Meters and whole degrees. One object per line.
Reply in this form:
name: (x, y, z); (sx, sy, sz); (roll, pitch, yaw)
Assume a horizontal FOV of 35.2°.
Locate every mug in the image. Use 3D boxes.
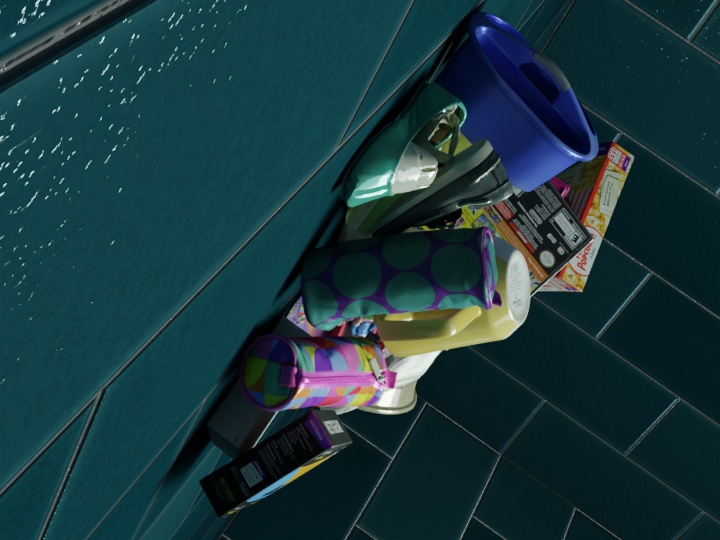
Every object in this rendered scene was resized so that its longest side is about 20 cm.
mug: (0.106, 0.037, 1.288); (0.150, 0.152, 0.188); (59, 38, -43)

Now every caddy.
caddy: (0.172, -0.185, 1.215); (0.105, 0.200, 0.142); (-40, -170, 31)

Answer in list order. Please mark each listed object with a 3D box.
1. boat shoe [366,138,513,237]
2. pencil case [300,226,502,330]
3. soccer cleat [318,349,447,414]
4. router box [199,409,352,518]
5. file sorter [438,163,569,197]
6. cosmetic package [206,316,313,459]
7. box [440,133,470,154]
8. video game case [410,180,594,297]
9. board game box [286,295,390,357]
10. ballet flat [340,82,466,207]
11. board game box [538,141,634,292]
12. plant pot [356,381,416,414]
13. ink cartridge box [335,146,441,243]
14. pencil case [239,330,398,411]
boat shoe: (0.078, -0.063, 1.159); (0.200, 0.062, 0.073); (-33, -167, 48)
pencil case: (0.042, 0.009, 1.167); (0.085, 0.198, 0.093); (-81, 160, -54)
soccer cleat: (0.035, 0.135, 1.499); (0.199, 0.069, 0.078); (-36, 133, -4)
router box: (-0.092, 0.219, 1.309); (0.148, 0.051, 0.200); (-32, 171, 1)
file sorter: (0.149, -0.107, 1.500); (0.140, 0.199, 0.125); (-57, 180, 5)
cosmetic package: (-0.119, 0.148, 1.354); (0.151, 0.051, 0.200); (-53, 175, -16)
box: (0.136, -0.213, 1.387); (0.200, 0.075, 0.050); (-54, 179, -44)
video game case: (0.166, -0.052, 1.409); (0.180, 0.200, 0.026); (-42, -160, 1)
board game box: (0.005, 0.070, 1.375); (0.157, 0.039, 0.200); (-32, 140, 4)
ballet flat: (0.053, -0.120, 1.103); (0.200, 0.070, 0.068); (-53, 162, -44)
board game box: (0.276, -0.070, 1.541); (0.151, 0.046, 0.202); (-4, -119, 63)
plant pot: (0.018, 0.071, 1.601); (0.200, 0.199, 0.185); (-45, 157, -71)
ink cartridge box: (0.036, -0.099, 1.276); (0.146, 0.048, 0.200); (-54, 178, -16)
pencil case: (-0.044, 0.110, 1.231); (0.199, 0.088, 0.089); (5, 123, -56)
